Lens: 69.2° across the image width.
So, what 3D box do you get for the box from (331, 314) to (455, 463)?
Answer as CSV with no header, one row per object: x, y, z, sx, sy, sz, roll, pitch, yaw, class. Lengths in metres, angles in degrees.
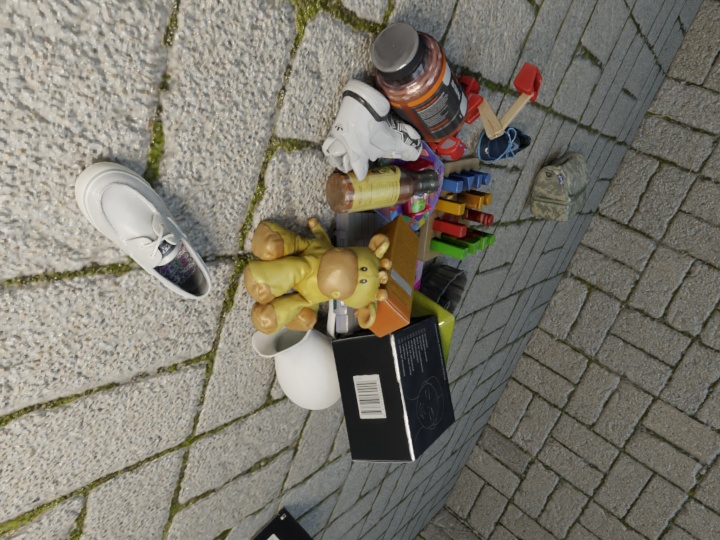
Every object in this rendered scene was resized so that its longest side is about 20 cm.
0.063,0.195,0.899,0.196,0.122,0.204,-7,87,-59,box

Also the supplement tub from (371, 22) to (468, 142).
0.088,-0.277,0.776,0.108,0.106,0.199,-60,152,4,supplement tub

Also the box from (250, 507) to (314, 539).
-0.215,0.722,1.253,0.196,0.117,0.202,-35,145,-37,box

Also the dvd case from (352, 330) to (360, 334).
0.000,0.153,1.013,0.151,0.024,0.203,82,14,-60,dvd case

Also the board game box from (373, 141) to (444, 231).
0.100,-0.150,0.938,0.199,0.039,0.160,32,84,-48,board game box

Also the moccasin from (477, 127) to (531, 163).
0.329,-0.293,1.175,0.199,0.067,0.082,-33,130,-45,moccasin

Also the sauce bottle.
0.040,-0.134,0.838,0.198,0.066,0.067,-14,130,-35,sauce bottle

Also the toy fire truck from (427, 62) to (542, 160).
0.222,-0.284,0.946,0.049,0.140,0.202,11,108,-60,toy fire truck

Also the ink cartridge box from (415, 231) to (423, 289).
0.097,0.017,1.155,0.094,0.037,0.202,-37,147,-35,ink cartridge box

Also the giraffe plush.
-0.044,0.011,0.740,0.199,0.160,0.176,-25,116,-50,giraffe plush

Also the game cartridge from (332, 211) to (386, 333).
0.000,0.000,0.909,0.129,0.038,0.204,-5,97,-51,game cartridge

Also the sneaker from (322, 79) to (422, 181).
0.017,-0.188,0.787,0.116,0.075,0.199,-59,147,3,sneaker

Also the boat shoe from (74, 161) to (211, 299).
-0.221,-0.031,0.561,0.072,0.068,0.201,-45,149,-22,boat shoe

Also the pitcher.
-0.079,0.135,0.905,0.172,0.120,0.201,-46,138,-22,pitcher

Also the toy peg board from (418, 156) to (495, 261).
0.222,-0.126,1.107,0.199,0.097,0.202,-22,124,-49,toy peg board

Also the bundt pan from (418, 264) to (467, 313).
0.182,0.073,1.289,0.202,0.075,0.204,-44,151,-32,bundt pan

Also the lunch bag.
0.620,-0.266,1.618,0.199,0.138,0.170,-33,127,-39,lunch bag

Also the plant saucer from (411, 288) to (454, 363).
0.091,0.118,1.067,0.048,0.199,0.202,-35,144,-30,plant saucer

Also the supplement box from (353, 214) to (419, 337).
0.047,0.004,0.834,0.069,0.066,0.202,41,39,-26,supplement box
